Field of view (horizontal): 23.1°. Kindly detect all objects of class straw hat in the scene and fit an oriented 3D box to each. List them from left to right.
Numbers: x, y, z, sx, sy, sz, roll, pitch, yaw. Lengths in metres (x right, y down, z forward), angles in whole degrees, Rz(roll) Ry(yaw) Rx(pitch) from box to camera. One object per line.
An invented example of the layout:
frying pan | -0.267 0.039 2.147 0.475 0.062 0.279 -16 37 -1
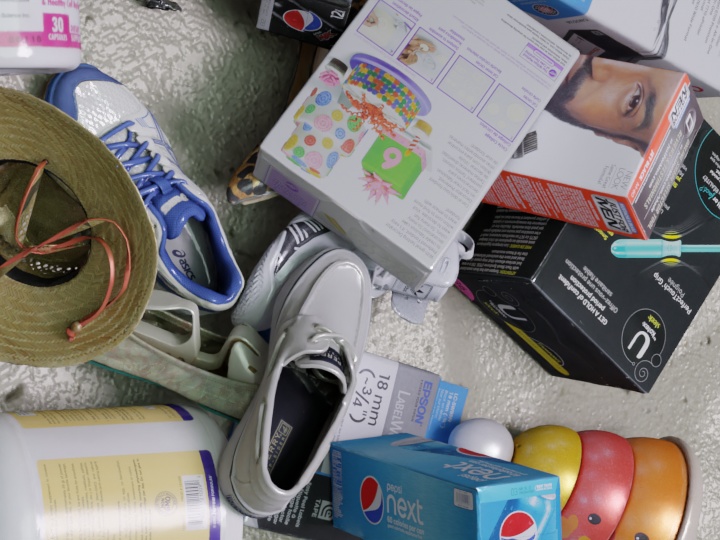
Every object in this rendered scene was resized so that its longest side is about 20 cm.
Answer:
straw hat | -0.213 -0.036 1.168 0.085 0.200 0.202 -52 124 -65

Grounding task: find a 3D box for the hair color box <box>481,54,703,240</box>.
hair color box | 0.138 -0.102 1.301 0.111 0.199 0.064 -62 146 -19

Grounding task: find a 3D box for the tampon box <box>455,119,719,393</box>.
tampon box | 0.192 -0.031 1.386 0.150 0.126 0.201 42 72 -26

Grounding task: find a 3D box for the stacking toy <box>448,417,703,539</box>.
stacking toy | 0.156 0.172 1.389 0.199 0.146 0.147 23 81 -14

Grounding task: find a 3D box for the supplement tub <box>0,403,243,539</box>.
supplement tub | -0.193 0.163 1.160 0.199 0.145 0.147 0 93 -30

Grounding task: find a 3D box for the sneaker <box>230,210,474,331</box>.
sneaker | 0.000 0.000 1.268 0.115 0.075 0.200 41 53 4

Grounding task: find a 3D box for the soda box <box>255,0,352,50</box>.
soda box | -0.018 -0.263 1.250 0.063 0.071 0.201 15 68 -3

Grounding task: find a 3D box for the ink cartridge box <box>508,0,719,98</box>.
ink cartridge box | 0.185 -0.207 1.363 0.199 0.145 0.084 24 81 -29

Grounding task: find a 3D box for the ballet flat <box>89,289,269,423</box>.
ballet flat | -0.106 0.058 1.200 0.199 0.068 0.063 19 117 -2

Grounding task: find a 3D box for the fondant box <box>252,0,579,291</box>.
fondant box | 0.039 -0.110 1.224 0.144 0.058 0.201 35 70 1

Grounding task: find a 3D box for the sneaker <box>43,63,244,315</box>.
sneaker | -0.141 -0.058 1.213 0.075 0.088 0.201 -40 110 -20

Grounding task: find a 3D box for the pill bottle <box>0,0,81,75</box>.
pill bottle | -0.240 -0.228 1.131 0.113 0.113 0.202 -5 95 -30

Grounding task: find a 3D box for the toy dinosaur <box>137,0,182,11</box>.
toy dinosaur | -0.141 -0.226 1.208 0.200 0.047 0.089 1 98 -59

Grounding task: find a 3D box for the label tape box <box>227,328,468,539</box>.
label tape box | 0.002 0.135 1.319 0.199 0.063 0.145 18 84 -29

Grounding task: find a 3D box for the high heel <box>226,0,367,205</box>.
high heel | -0.050 -0.143 1.268 0.200 0.071 0.143 -39 114 -37

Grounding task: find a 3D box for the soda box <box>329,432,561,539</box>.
soda box | 0.054 0.158 1.198 0.067 0.200 0.065 -5 96 -28

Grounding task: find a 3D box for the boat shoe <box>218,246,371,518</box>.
boat shoe | -0.033 0.067 1.160 0.072 0.066 0.201 36 60 -17
